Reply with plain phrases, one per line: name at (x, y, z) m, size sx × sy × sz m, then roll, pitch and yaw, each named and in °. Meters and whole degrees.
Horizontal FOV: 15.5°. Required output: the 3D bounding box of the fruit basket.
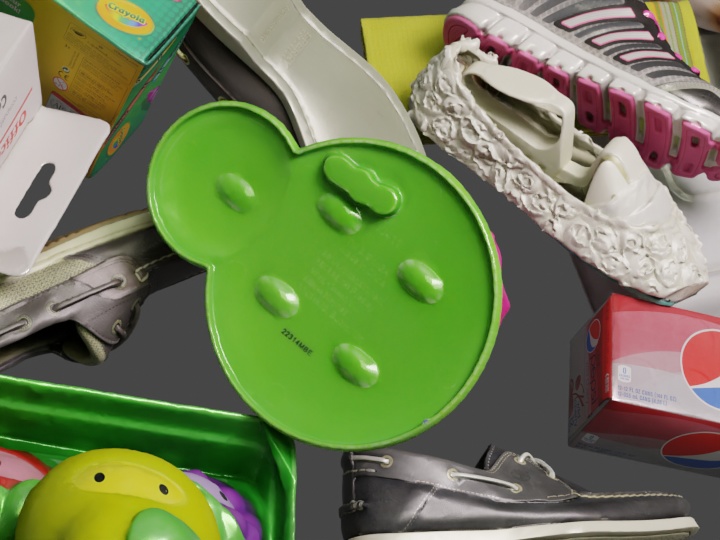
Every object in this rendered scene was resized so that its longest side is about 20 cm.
fruit basket at (-0.121, 0.120, 1.219) m, size 0.214 × 0.216 × 0.157 m, roll 10°, pitch 59°, yaw -16°

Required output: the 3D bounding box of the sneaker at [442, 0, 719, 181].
sneaker at (0.149, -0.122, 1.478) m, size 0.199 × 0.074 × 0.088 m, roll 27°, pitch 70°, yaw 13°

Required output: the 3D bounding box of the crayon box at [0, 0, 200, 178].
crayon box at (-0.192, -0.152, 1.389) m, size 0.199 × 0.119 × 0.058 m, roll 37°, pitch 55°, yaw 1°

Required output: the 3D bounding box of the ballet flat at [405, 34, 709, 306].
ballet flat at (0.111, -0.058, 1.441) m, size 0.199 × 0.072 × 0.072 m, roll 35°, pitch 55°, yaw 11°

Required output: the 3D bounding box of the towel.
towel at (0.102, -0.112, 1.520) m, size 0.198 × 0.018 × 0.087 m, roll -4°, pitch 63°, yaw -8°

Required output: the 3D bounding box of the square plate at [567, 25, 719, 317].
square plate at (0.195, -0.065, 1.552) m, size 0.197 × 0.028 × 0.201 m, roll -10°, pitch 67°, yaw -26°

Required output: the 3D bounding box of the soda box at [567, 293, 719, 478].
soda box at (0.216, 0.075, 1.462) m, size 0.198 × 0.063 × 0.070 m, roll 12°, pitch 59°, yaw -15°

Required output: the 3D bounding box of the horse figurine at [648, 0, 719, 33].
horse figurine at (0.226, -0.175, 1.587) m, size 0.132 × 0.050 × 0.200 m, roll -31°, pitch 51°, yaw -34°

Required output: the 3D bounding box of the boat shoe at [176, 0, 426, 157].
boat shoe at (-0.038, -0.097, 1.451) m, size 0.202 × 0.060 × 0.072 m, roll 51°, pitch 56°, yaw -11°

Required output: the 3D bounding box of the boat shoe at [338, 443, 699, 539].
boat shoe at (0.084, 0.121, 1.377) m, size 0.198 × 0.072 × 0.068 m, roll 2°, pitch 66°, yaw -18°

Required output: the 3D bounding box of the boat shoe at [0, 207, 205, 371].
boat shoe at (-0.146, 0.019, 1.347) m, size 0.200 × 0.072 × 0.066 m, roll -16°, pitch 75°, yaw -23°

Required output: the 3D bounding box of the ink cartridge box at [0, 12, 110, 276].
ink cartridge box at (-0.237, -0.081, 1.326) m, size 0.199 × 0.068 × 0.117 m, roll 17°, pitch 54°, yaw 11°

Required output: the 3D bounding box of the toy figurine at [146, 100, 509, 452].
toy figurine at (0.000, 0.000, 1.360) m, size 0.200 × 0.184 × 0.151 m, roll 39°, pitch 98°, yaw 14°
